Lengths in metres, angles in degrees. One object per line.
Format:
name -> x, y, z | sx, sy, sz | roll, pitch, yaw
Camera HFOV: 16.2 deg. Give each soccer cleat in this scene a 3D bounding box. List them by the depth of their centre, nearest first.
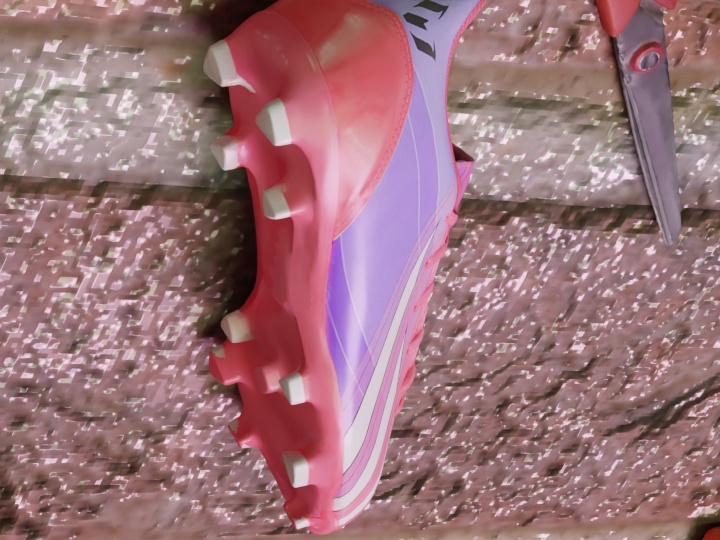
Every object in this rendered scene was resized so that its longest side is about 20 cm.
soccer cleat -> 0.000, 0.000, 0.724 | 0.076, 0.067, 0.201 | -22, 138, -20

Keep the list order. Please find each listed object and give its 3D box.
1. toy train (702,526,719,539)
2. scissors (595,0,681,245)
toy train -> 0.150, 0.182, 1.021 | 0.150, 0.056, 0.200 | -36, 142, 3
scissors -> 0.075, -0.071, 0.740 | 0.073, 0.014, 0.201 | -19, 140, -21
